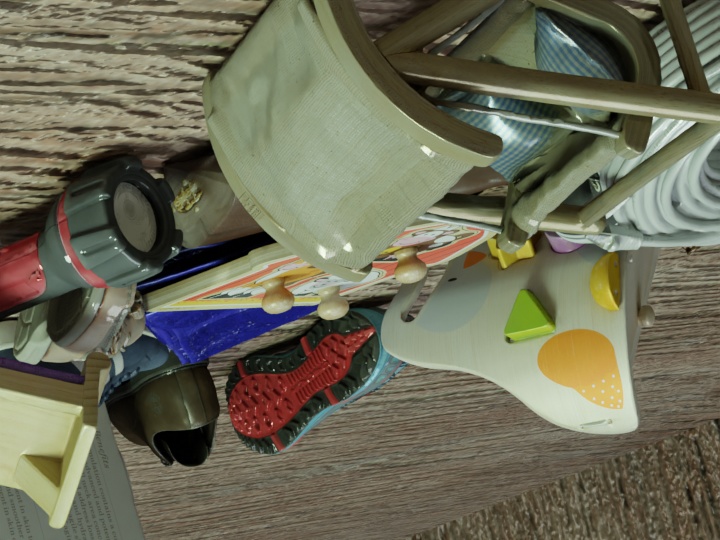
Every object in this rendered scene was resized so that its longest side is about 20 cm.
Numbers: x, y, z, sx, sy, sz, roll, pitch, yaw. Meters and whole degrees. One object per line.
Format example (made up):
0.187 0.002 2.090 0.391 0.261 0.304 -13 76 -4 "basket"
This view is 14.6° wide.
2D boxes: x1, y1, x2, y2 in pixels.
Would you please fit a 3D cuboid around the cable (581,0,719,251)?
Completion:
0.227 -0.091 1.620 0.199 0.069 0.200 6 138 -42 "cable"

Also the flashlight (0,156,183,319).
-0.191 -0.002 1.555 0.199 0.068 0.068 -20 -159 33 "flashlight"

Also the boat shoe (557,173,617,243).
0.171 -0.074 1.752 0.066 0.070 0.200 2 159 -39 "boat shoe"

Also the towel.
-0.079 0.012 1.826 0.147 0.050 0.200 -17 169 3 "towel"

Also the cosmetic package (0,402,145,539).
-0.286 0.180 2.018 0.166 0.168 0.199 -26 166 34 "cosmetic package"

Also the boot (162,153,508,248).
-0.001 -0.064 1.565 0.199 0.065 0.186 -6 163 -28 "boot"

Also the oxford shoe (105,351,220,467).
-0.150 0.115 2.136 0.072 0.085 0.200 -16 171 -14 "oxford shoe"

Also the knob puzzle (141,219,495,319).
0.000 0.000 1.677 0.218 0.031 0.220 -14 171 -2 "knob puzzle"

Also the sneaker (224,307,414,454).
-0.024 0.087 2.209 0.095 0.080 0.200 -9 167 -45 "sneaker"

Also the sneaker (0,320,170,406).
-0.196 0.081 1.888 0.075 0.085 0.199 -25 167 35 "sneaker"

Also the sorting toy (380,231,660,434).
0.109 0.008 1.897 0.179 0.201 0.107 -5 129 21 "sorting toy"

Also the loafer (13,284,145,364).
-0.155 0.021 1.666 0.063 0.072 0.200 16 166 -17 "loafer"

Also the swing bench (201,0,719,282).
0.049 -0.083 1.347 0.199 0.131 0.199 -13 169 -21 "swing bench"

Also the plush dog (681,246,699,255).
0.308 -0.059 1.926 0.199 0.162 0.171 -6 -177 -44 "plush dog"

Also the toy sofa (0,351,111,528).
-0.244 0.065 1.561 0.199 0.098 0.083 13 126 -11 "toy sofa"
